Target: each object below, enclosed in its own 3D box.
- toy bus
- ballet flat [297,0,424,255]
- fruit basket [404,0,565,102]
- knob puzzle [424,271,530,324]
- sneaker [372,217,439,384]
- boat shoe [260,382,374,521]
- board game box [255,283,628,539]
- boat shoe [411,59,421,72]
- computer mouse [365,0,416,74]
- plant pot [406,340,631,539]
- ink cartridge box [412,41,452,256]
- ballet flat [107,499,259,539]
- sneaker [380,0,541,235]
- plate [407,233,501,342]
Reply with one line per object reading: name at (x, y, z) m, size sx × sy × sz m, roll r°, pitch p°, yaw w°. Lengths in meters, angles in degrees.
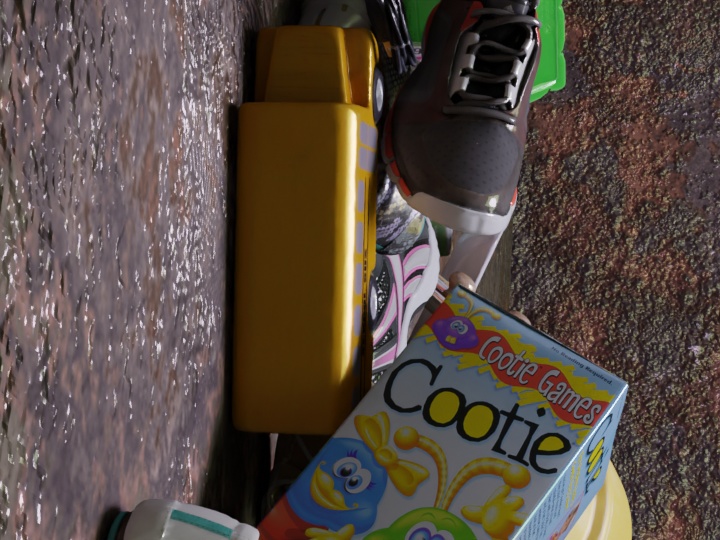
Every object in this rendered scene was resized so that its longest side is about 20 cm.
toy bus at (-0.027, -0.022, 0.828) m, size 0.078 × 0.064 × 0.202 m, roll -8°, pitch 100°, yaw -80°
ballet flat at (-0.006, -0.109, 0.935) m, size 0.072 × 0.071 × 0.202 m, roll 61°, pitch 20°, yaw -73°
fruit basket at (0.089, -0.253, 1.441) m, size 0.215 × 0.155 × 0.217 m, roll 42°, pitch -35°, yaw 38°
knob puzzle at (0.073, 0.021, 1.110) m, size 0.031 × 0.219 × 0.220 m, roll -50°, pitch 173°, yaw 6°
sneaker at (0.000, 0.000, 0.984) m, size 0.201 × 0.079 × 0.087 m, roll -88°, pitch 163°, yaw -45°
boat shoe at (-0.018, 0.153, 0.883) m, size 0.063 × 0.072 × 0.202 m, roll -22°, pitch 114°, yaw -83°
board game box at (0.030, 0.125, 0.795) m, size 0.200 × 0.102 × 0.105 m, roll -48°, pitch 157°, yaw -28°
boat shoe at (0.030, -0.100, 1.057) m, size 0.200 × 0.065 × 0.074 m, roll -111°, pitch -155°, yaw -66°
computer mouse at (-0.017, -0.189, 0.819) m, size 0.059 × 0.034 × 0.202 m, roll -105°, pitch 174°, yaw -75°
plant pot at (0.067, 0.149, 1.121) m, size 0.189 × 0.199 × 0.202 m, roll 55°, pitch 34°, yaw -48°
ink cartridge box at (0.051, -0.116, 1.336) m, size 0.201 × 0.059 × 0.105 m, roll -79°, pitch 167°, yaw -47°
ballet flat at (-0.058, 0.180, 0.651) m, size 0.070 × 0.069 × 0.202 m, roll -73°, pitch 162°, yaw -60°
sneaker at (0.061, -0.107, 0.875) m, size 0.082 × 0.076 × 0.201 m, roll 114°, pitch -13°, yaw -45°
plate at (0.064, 0.042, 1.338) m, size 0.201 × 0.032 × 0.200 m, roll -64°, pitch 176°, yaw 11°
